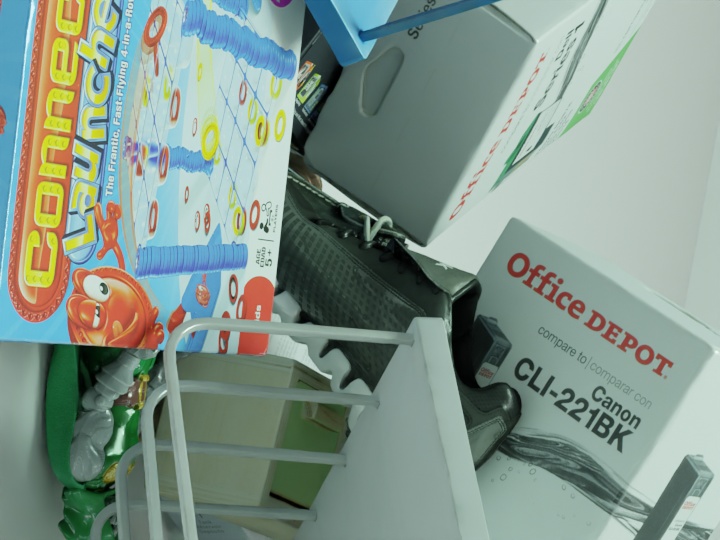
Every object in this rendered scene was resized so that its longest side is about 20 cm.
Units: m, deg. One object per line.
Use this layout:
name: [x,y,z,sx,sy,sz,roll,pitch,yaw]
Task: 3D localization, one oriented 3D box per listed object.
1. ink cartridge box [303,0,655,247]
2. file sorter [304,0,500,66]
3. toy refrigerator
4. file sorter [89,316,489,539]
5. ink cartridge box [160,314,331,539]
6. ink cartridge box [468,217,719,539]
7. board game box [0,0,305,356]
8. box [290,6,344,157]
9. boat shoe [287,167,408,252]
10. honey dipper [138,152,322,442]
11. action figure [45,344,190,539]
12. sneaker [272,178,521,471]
ink cartridge box: [0.074,-0.119,1.267,0.200,0.084,0.146,-40,162,-50]
file sorter: [0.016,-0.217,1.030,0.200,0.123,0.139,60,34,-27]
toy refrigerator: [-0.028,0.097,1.230,0.200,0.070,0.076,35,67,-63]
file sorter: [-0.042,0.130,1.036,0.200,0.125,0.139,116,-28,-47]
ink cartridge box: [-0.076,0.044,1.302,0.200,0.057,0.163,56,39,-37]
ink cartridge box: [0.089,0.096,1.159,0.084,0.144,0.200,27,97,-48]
board game box: [-0.101,-0.067,0.998,0.196,0.056,0.200,6,90,-61]
box: [0.000,-0.139,1.251,0.161,0.049,0.200,-54,168,-4]
boat shoe: [0.000,0.000,1.227,0.200,0.071,0.072,39,52,-21]
honey dipper: [-0.073,0.015,1.229,0.038,0.038,0.200,83,26,-42]
action figure: [-0.109,0.031,1.126,0.118,0.055,0.200,1,100,-78]
sneaker: [0.008,0.014,1.141,0.200,0.090,0.066,57,9,16]
